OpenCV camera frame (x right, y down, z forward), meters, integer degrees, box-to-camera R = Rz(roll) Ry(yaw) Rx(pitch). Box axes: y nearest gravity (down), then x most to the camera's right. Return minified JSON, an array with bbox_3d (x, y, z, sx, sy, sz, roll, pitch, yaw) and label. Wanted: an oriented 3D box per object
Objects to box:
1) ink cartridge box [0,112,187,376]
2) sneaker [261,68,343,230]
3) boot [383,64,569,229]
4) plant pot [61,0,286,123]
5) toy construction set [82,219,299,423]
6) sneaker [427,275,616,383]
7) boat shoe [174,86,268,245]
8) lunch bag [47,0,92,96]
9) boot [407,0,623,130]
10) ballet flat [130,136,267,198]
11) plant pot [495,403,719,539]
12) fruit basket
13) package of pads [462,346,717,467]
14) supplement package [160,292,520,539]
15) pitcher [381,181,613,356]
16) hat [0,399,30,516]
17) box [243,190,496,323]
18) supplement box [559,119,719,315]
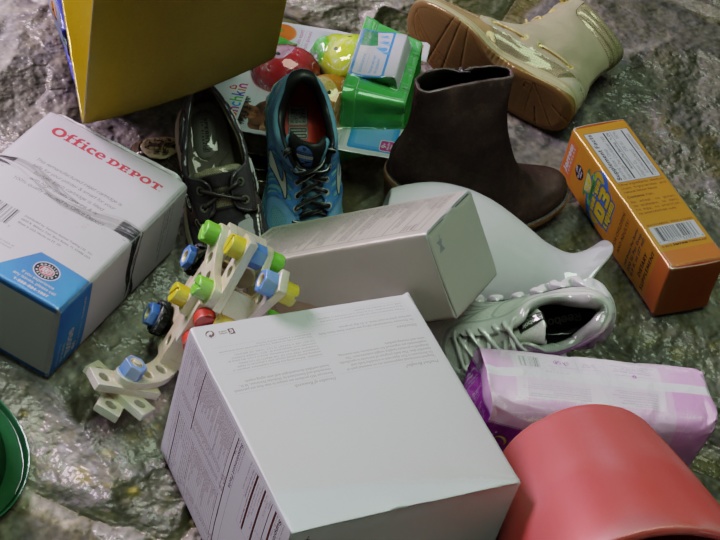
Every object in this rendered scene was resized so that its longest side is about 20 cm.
[{"bbox_3d":[-0.258,-0.026,1.617,0.144,0.085,0.200,28,43,12],"label":"ink cartridge box"},{"bbox_3d":[-0.053,-0.083,1.697,0.078,0.090,0.201,-6,80,-6],"label":"sneaker"},{"bbox_3d":[0.121,-0.112,1.769,0.199,0.167,0.073,-6,46,-23],"label":"boot"},{"bbox_3d":[-0.160,-0.267,1.666,0.175,0.200,0.201,-4,58,-15],"label":"plant pot"},{"bbox_3d":[-0.130,0.042,1.534,0.092,0.200,0.131,40,18,-28],"label":"toy construction set"},{"bbox_3d":[0.115,0.053,1.588,0.199,0.076,0.081,-18,3,1],"label":"sneaker"},{"bbox_3d":[-0.124,-0.073,1.692,0.071,0.065,0.201,-11,65,-5],"label":"boat shoe"},{"bbox_3d":[-0.217,-0.278,1.853,0.169,0.124,0.201,-14,54,-10],"label":"lunch bag"},{"bbox_3d":[0.160,-0.239,1.986,0.199,0.073,0.155,31,44,13],"label":"boot"},{"bbox_3d":[-0.111,-0.092,1.762,0.199,0.047,0.068,15,43,-3],"label":"ballet flat"},{"bbox_3d":[0.185,0.209,1.448,0.199,0.201,0.178,2,33,-16],"label":"plant pot"},{"bbox_3d":[-0.043,-0.185,1.851,0.199,0.094,0.186,15,42,2],"label":"fruit basket"},{"bbox_3d":[0.176,0.128,1.567,0.199,0.121,0.076,6,43,-12],"label":"package of pads"},{"bbox_3d":[-0.020,0.148,1.462,0.190,0.148,0.200,-9,48,-26],"label":"supplement package"},{"bbox_3d":[0.101,0.020,1.674,0.199,0.121,0.172,19,64,-4],"label":"pitcher"},{"bbox_3d":[-0.311,0.086,1.411,0.165,0.177,0.200,-15,51,-31],"label":"hat"},{"bbox_3d":[0.000,0.000,1.591,0.199,0.078,0.095,-9,20,33],"label":"box"},{"bbox_3d":[0.262,-0.052,1.828,0.068,0.067,0.201,-9,47,-21],"label":"supplement box"}]
